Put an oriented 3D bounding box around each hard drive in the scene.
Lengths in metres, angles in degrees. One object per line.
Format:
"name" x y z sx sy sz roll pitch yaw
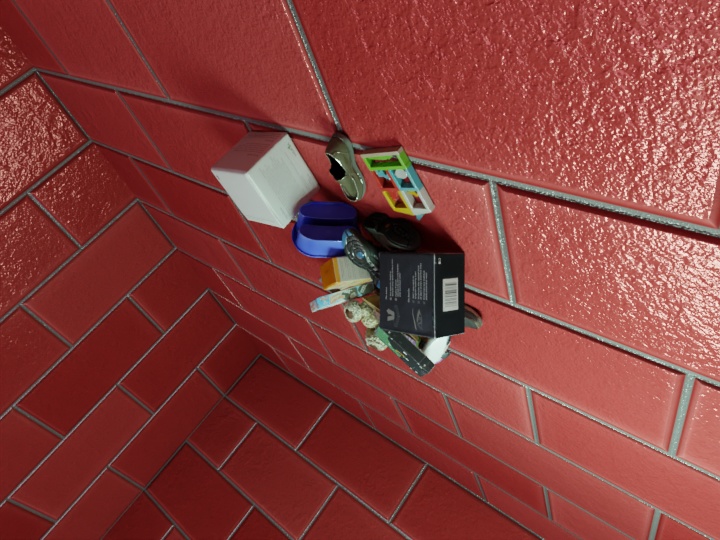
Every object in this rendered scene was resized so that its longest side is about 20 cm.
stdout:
"hard drive" 0.127 0.230 1.623 0.200 0.038 0.140 42 165 8

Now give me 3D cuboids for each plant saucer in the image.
"plant saucer" 0.093 0.127 1.549 0.200 0.036 0.200 39 175 4

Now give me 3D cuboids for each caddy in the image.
"caddy" -0.092 -0.107 1.510 0.197 0.143 0.105 2 151 -6

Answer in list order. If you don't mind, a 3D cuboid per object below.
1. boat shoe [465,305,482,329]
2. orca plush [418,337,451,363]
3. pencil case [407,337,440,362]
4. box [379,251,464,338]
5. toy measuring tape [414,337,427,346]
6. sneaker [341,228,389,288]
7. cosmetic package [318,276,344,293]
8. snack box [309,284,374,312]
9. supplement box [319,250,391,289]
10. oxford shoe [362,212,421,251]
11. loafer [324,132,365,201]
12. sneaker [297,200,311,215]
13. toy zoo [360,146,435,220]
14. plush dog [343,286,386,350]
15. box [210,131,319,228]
"boat shoe" 0.252 0.136 1.534 0.199 0.073 0.075 14 146 48
"orca plush" 0.228 0.201 1.670 0.104 0.071 0.202 4 121 -3
"pencil case" 0.191 0.232 1.807 0.199 0.086 0.084 24 -173 34
"box" 0.150 0.053 1.355 0.199 0.116 0.200 4 95 50
"toy measuring tape" 0.183 0.156 1.713 0.073 0.073 0.202 3 113 56
"sneaker" 0.028 -0.040 1.449 0.073 0.082 0.200 -19 118 48
"cosmetic package" -0.051 0.001 1.738 0.073 0.104 0.200 43 159 -8
"snack box" -0.060 0.087 1.793 0.116 0.198 0.038 147 106 -70
"supplement box" 0.000 0.000 1.532 0.126 0.197 0.075 151 110 -67
"oxford shoe" 0.093 -0.086 1.398 0.199 0.073 0.085 33 162 50
"loafer" -0.045 -0.240 1.332 0.075 0.070 0.201 24 152 34
"sneaker" -0.141 -0.149 1.635 0.199 0.080 0.072 26 154 32
"toy zoo" 0.093 -0.194 1.258 0.130 0.020 0.201 11 143 51
"plush dog" 0.073 0.134 1.763 0.171 0.161 0.201 -26 107 40
"box" -0.262 -0.255 1.518 0.198 0.172 0.201 16 147 46
